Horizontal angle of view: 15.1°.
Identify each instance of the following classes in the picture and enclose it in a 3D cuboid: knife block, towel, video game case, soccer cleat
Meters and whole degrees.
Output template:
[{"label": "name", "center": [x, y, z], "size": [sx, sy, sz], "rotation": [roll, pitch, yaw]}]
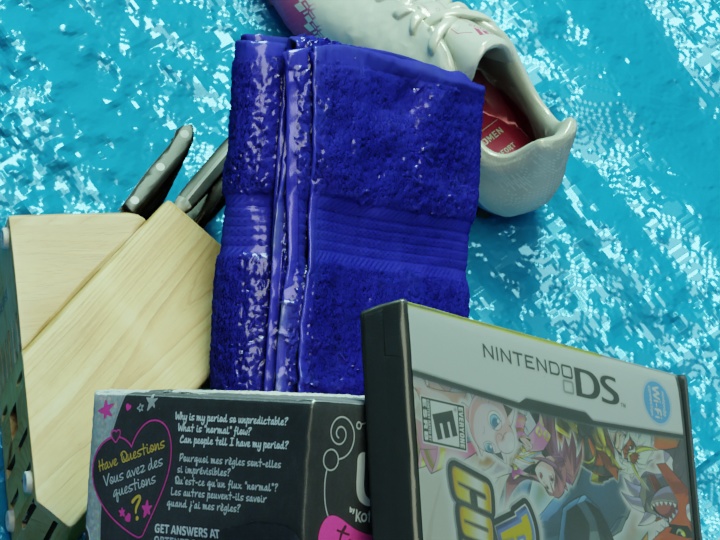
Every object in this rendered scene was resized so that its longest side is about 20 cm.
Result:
[{"label": "knife block", "center": [-0.078, 0.030, 1.237], "size": [0.174, 0.064, 0.201], "rotation": [-1, 65, -17]}, {"label": "towel", "center": [0.000, 0.000, 1.224], "size": [0.147, 0.049, 0.202], "rotation": [7, 86, -41]}, {"label": "video game case", "center": [0.074, 0.124, 1.047], "size": [0.180, 0.025, 0.201], "rotation": [16, 64, -45]}, {"label": "soccer cleat", "center": [0.032, -0.115, 1.331], "size": [0.200, 0.086, 0.070], "rotation": [46, 60, 7]}]

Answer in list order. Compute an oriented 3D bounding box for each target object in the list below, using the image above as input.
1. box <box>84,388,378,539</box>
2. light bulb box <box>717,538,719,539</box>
[{"label": "box", "center": [0.000, 0.108, 1.106], "size": [0.199, 0.132, 0.116], "rotation": [9, 84, -47]}, {"label": "light bulb box", "center": [0.221, 0.199, 1.174], "size": [0.199, 0.198, 0.126], "rotation": [2, 65, -19]}]
